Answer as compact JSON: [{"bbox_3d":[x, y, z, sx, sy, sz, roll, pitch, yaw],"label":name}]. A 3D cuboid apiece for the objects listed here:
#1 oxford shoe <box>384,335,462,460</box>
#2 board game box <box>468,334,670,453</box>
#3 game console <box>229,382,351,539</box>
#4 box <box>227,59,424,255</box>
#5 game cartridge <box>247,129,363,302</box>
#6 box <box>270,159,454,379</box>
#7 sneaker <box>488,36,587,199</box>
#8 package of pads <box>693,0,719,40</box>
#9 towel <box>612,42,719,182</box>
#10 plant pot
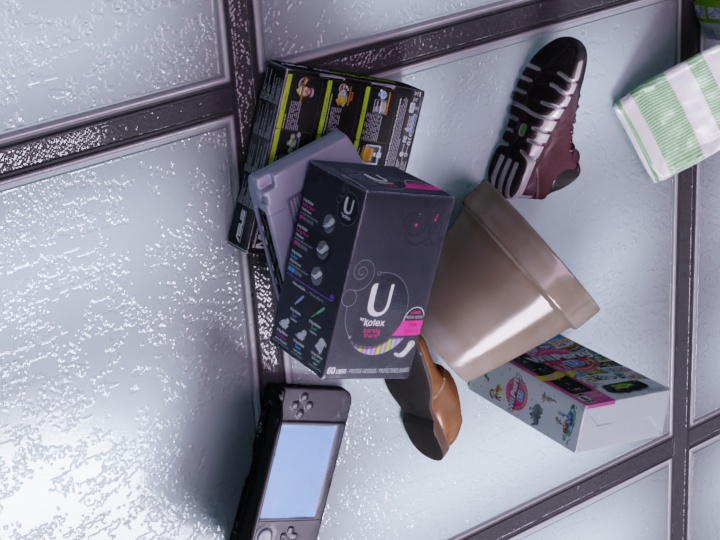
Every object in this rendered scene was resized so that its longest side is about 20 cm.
[{"bbox_3d":[0.077,0.131,1.904,0.071,0.071,0.201,-46,139,-29],"label":"oxford shoe"},{"bbox_3d":[0.250,0.144,1.949,0.146,0.199,0.065,-5,110,-37],"label":"board game box"},{"bbox_3d":[-0.073,0.239,1.789,0.174,0.116,0.203,6,104,-39],"label":"game console"},{"bbox_3d":[-0.035,-0.112,1.730,0.191,0.047,0.203,4,106,-36],"label":"box"},{"bbox_3d":[-0.040,-0.041,1.703,0.132,0.041,0.202,-26,125,-22],"label":"game cartridge"},{"bbox_3d":[0.000,0.000,1.660,0.121,0.106,0.203,1,109,-39],"label":"box"},{"bbox_3d":[0.232,-0.173,1.906,0.115,0.076,0.202,11,110,-45],"label":"sneaker"},{"bbox_3d":[0.538,-0.353,2.010,0.199,0.154,0.069,-39,120,-19],"label":"package of pads"},{"bbox_3d":[0.426,-0.201,2.001,0.198,0.024,0.153,-26,129,16],"label":"towel"},{"bbox_3d":[0.147,0.028,1.851,0.173,0.200,0.200,-43,130,4],"label":"plant pot"}]
